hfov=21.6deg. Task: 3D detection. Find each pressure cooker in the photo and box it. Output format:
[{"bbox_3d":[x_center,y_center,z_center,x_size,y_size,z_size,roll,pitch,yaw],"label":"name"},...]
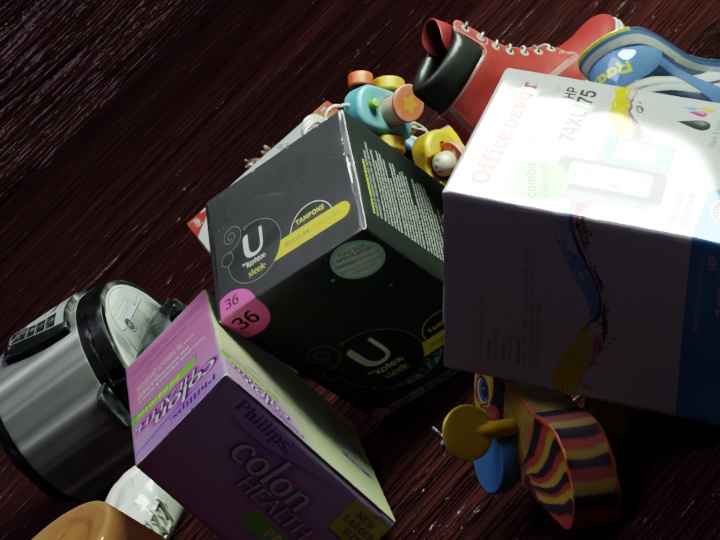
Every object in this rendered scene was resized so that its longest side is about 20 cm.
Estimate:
[{"bbox_3d":[-0.240,0.108,1.835,0.199,0.178,0.177,-34,58,19],"label":"pressure cooker"}]

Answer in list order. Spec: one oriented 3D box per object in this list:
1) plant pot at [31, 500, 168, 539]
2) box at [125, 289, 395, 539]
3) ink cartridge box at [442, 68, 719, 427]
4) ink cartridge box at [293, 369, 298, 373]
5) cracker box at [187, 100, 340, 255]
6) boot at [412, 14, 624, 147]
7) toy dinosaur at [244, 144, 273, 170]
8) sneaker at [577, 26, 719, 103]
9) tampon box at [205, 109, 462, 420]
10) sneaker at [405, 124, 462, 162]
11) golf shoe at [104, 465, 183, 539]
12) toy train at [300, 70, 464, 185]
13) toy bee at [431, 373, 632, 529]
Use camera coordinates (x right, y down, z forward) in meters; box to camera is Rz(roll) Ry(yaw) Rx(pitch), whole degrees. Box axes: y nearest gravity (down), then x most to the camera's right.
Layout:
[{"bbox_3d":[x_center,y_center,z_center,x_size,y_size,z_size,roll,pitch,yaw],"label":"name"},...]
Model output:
[{"bbox_3d":[-0.196,0.271,1.424,0.200,0.140,0.200,-37,20,15],"label":"plant pot"},{"bbox_3d":[-0.081,0.132,1.440,0.097,0.176,0.200,-45,19,5],"label":"box"},{"bbox_3d":[0.165,-0.016,1.198,0.199,0.147,0.147,11,42,16],"label":"ink cartridge box"},{"bbox_3d":[0.006,0.002,1.784,0.199,0.041,0.200,-27,23,36],"label":"ink cartridge box"},{"bbox_3d":[-0.072,-0.073,1.930,0.200,0.058,0.134,-42,30,-2],"label":"cracker box"},{"bbox_3d":[0.127,-0.173,1.512,0.200,0.144,0.072,-51,14,-33],"label":"boot"},{"bbox_3d":[-0.051,-0.111,2.106,0.135,0.086,0.200,-17,12,30],"label":"toy dinosaur"},{"bbox_3d":[0.247,-0.111,1.379,0.074,0.199,0.083,-50,40,43],"label":"sneaker"},{"bbox_3d":[0.000,0.000,1.497,0.149,0.200,0.127,-33,46,25],"label":"tampon box"},{"bbox_3d":[0.063,-0.099,1.762,0.074,0.091,0.200,8,40,28],"label":"sneaker"},{"bbox_3d":[-0.193,0.241,1.623,0.091,0.075,0.200,5,49,45],"label":"golf shoe"},{"bbox_3d":[0.044,-0.083,1.652,0.055,0.200,0.150,-19,26,47],"label":"toy train"},{"bbox_3d":[0.101,0.092,1.248,0.130,0.110,0.199,-14,18,-42],"label":"toy bee"}]
